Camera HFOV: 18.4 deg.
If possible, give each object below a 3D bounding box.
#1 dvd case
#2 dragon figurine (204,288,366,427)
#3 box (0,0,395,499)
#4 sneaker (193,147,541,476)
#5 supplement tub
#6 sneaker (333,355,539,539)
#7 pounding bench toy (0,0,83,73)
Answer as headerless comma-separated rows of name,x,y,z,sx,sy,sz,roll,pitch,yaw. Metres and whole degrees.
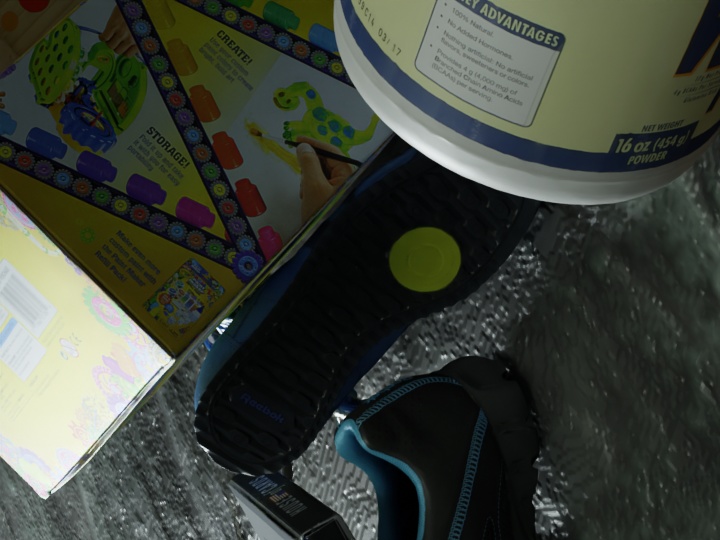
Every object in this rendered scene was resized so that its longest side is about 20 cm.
dvd case,0.011,0.183,0.976,0.201,0.025,0.150,62,169,-10
dragon figurine,-0.040,0.035,1.056,0.200,0.059,0.100,-13,97,65
box,-0.086,-0.035,0.924,0.122,0.193,0.200,44,150,-1
sneaker,0.000,0.000,0.946,0.200,0.066,0.079,-46,16,23
supplement tub,0.080,-0.138,0.719,0.145,0.144,0.201,54,142,32
sneaker,0.046,0.142,0.944,0.073,0.082,0.201,-27,80,56
pounding bench toy,-0.154,-0.150,1.075,0.124,0.156,0.200,11,145,50
